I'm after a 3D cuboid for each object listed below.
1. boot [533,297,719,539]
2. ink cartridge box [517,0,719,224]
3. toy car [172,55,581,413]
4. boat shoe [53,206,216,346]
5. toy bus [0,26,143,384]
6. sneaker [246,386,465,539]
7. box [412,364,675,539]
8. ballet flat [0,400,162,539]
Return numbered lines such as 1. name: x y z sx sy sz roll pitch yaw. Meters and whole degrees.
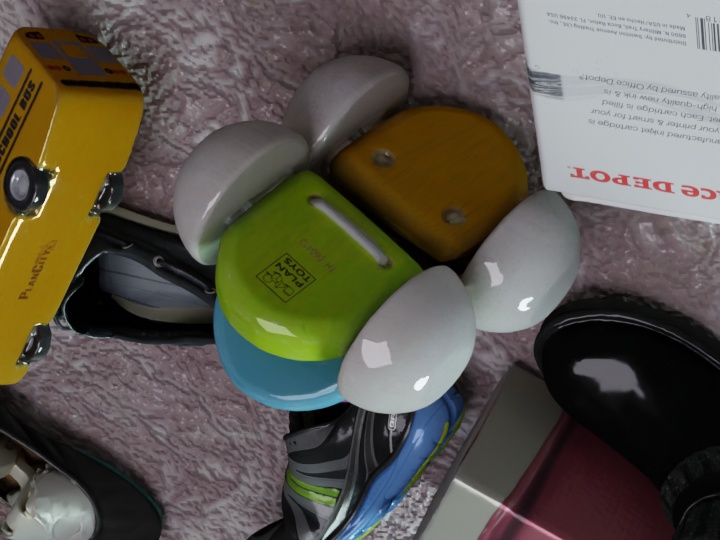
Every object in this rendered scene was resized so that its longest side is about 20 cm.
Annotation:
1. boot: 0.170 0.113 1.409 0.210 0.158 0.080 28 131 4
2. ink cartridge box: 0.156 -0.119 1.266 0.145 0.084 0.200 11 144 19
3. toy car: 0.000 0.000 1.389 0.175 0.200 0.150 41 139 17
4. boat shoe: -0.147 0.009 1.545 0.198 0.066 0.075 13 129 17
5. toy bus: -0.192 -0.031 1.493 0.078 0.065 0.201 47 121 33
6. sneaker: -0.013 0.113 1.564 0.083 0.071 0.200 45 130 8
7. box: 0.132 0.170 1.501 0.199 0.109 0.128 29 131 3
8. ballet flat: -0.218 0.127 1.662 0.200 0.068 0.068 35 130 -2
